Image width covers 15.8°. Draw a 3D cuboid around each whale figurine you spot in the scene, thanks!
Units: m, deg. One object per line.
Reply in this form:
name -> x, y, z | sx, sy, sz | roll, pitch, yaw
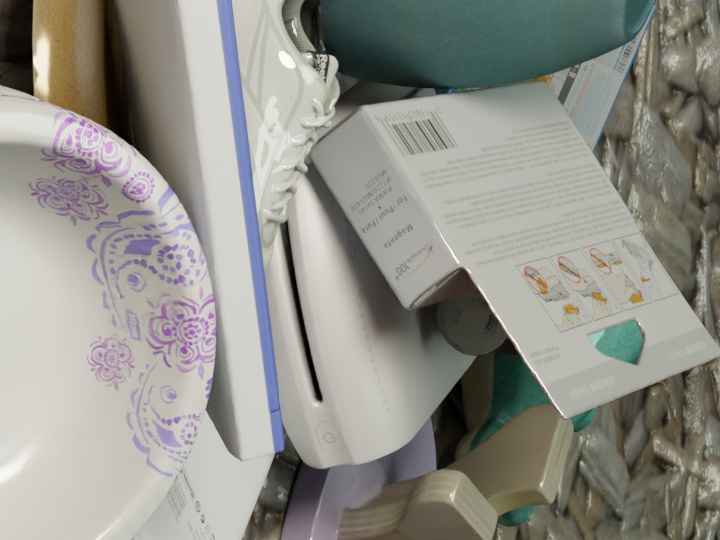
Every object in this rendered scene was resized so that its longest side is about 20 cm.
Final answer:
whale figurine -> 0.115, 0.049, 1.518 | 0.159, 0.103, 0.201 | 55, 42, -45

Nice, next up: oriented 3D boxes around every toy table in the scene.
toy table -> 0.038, 0.151, 1.371 | 0.184, 0.117, 0.201 | 36, 59, -54

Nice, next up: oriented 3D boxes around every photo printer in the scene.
photo printer -> 0.000, 0.000, 1.319 | 0.200, 0.069, 0.167 | -43, 124, -66

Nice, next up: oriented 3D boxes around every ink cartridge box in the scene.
ink cartridge box -> 0.080, -0.007, 1.263 | 0.174, 0.043, 0.200 | 59, 29, 10

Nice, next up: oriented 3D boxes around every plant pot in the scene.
plant pot -> -0.108, -0.071, 1.132 | 0.200, 0.027, 0.201 | -3, 90, -85
plant pot -> 0.080, -0.173, 1.256 | 0.200, 0.134, 0.201 | 18, 90, -75

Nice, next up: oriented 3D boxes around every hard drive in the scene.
hard drive -> -0.068, -0.041, 1.048 | 0.132, 0.025, 0.201 | -127, -153, -60
hard drive -> -0.082, 0.071, 1.213 | 0.200, 0.026, 0.132 | -69, 146, -52

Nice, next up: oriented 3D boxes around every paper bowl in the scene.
paper bowl -> -0.164, 0.026, 0.987 | 0.200, 0.104, 0.202 | -11, 110, -33

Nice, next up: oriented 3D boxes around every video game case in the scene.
video game case -> 0.103, -0.115, 1.537 | 0.200, 0.018, 0.144 | 13, 101, -60

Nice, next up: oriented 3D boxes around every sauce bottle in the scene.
sauce bottle -> 0.091, 0.012, 1.371 | 0.200, 0.066, 0.066 | -25, 111, -70

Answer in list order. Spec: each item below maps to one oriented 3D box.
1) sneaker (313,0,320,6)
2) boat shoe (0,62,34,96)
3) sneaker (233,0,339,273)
sneaker -> 0.011, -0.242, 1.374 | 0.131, 0.079, 0.201 | -45, 138, -62
boat shoe -> -0.149, 0.011, 1.102 | 0.067, 0.057, 0.201 | -17, 104, -59
sneaker -> -0.050, -0.061, 1.178 | 0.075, 0.081, 0.201 | 18, 71, -85
